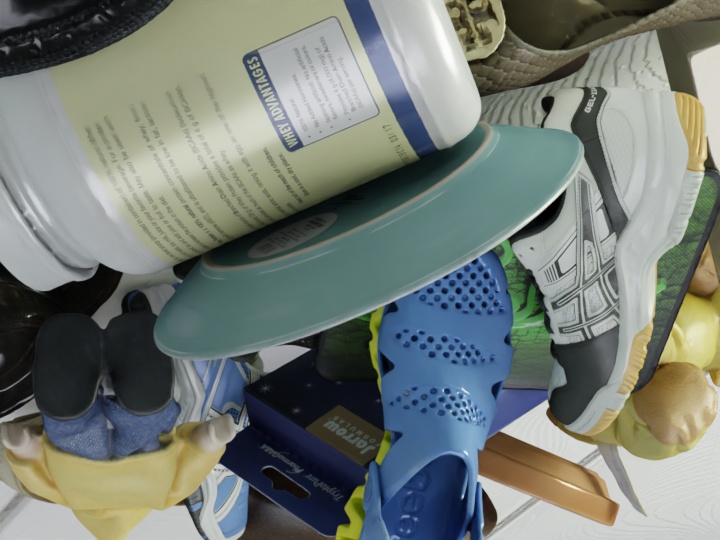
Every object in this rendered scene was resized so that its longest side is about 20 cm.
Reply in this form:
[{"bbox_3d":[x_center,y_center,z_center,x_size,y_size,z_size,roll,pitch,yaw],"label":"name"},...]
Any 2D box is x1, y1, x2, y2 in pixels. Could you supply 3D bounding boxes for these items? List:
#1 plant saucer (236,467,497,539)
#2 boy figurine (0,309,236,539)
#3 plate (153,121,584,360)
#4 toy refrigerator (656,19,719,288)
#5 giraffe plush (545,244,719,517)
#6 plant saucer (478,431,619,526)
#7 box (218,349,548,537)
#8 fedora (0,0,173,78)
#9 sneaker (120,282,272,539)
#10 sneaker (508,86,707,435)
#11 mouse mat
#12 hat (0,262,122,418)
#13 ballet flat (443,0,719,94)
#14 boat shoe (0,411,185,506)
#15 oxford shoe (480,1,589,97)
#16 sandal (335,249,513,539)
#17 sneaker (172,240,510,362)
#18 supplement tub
[{"bbox_3d":[-0.005,0.153,1.083,0.198,0.033,0.200,0,-168,0],"label":"plant saucer"},{"bbox_3d":[-0.129,0.094,0.860,0.123,0.065,0.201,-4,153,-7],"label":"boy figurine"},{"bbox_3d":[-0.002,-0.023,0.669,0.198,0.200,0.026,-22,106,7],"label":"plate"},{"bbox_3d":[0.222,-0.054,0.859,0.075,0.070,0.201,-20,119,3],"label":"toy refrigerator"},{"bbox_3d":[0.202,0.034,1.010,0.162,0.172,0.201,-36,126,-15],"label":"giraffe plush"},{"bbox_3d":[0.084,0.122,1.081,0.200,0.199,0.033,26,86,-51],"label":"plant saucer"},{"bbox_3d":[0.020,0.073,0.924,0.199,0.121,0.033,-30,128,-31],"label":"box"},{"bbox_3d":[-0.144,-0.155,0.532,0.198,0.092,0.202,-6,142,-5],"label":"fedora"},{"bbox_3d":[-0.086,0.089,0.962,0.076,0.076,0.201,-20,132,-15],"label":"sneaker"},{"bbox_3d":[0.109,-0.007,0.794,0.087,0.076,0.202,10,124,1],"label":"sneaker"},{"bbox_3d":[0.082,0.004,0.840,0.198,0.008,0.162,4,129,-11],"label":"mouse mat"},{"bbox_3d":[-0.214,0.036,0.832,0.198,0.082,0.201,-14,151,-8],"label":"hat"},{"bbox_3d":[0.112,-0.131,0.748,0.198,0.068,0.046,-14,170,-18],"label":"ballet flat"},{"bbox_3d":[-0.157,0.112,1.020,0.064,0.072,0.199,5,177,36],"label":"boat shoe"},{"bbox_3d":[0.027,-0.088,0.769,0.198,0.073,0.071,-10,150,-15],"label":"oxford shoe"},{"bbox_3d":[0.040,0.082,0.802,0.079,0.202,0.087,6,-174,-12],"label":"sandal"},{"bbox_3d":[0.000,0.000,0.884,0.198,0.081,0.087,-8,131,5],"label":"sneaker"},{"bbox_3d":[-0.064,-0.086,0.649,0.198,0.146,0.145,-23,151,7],"label":"supplement tub"}]
